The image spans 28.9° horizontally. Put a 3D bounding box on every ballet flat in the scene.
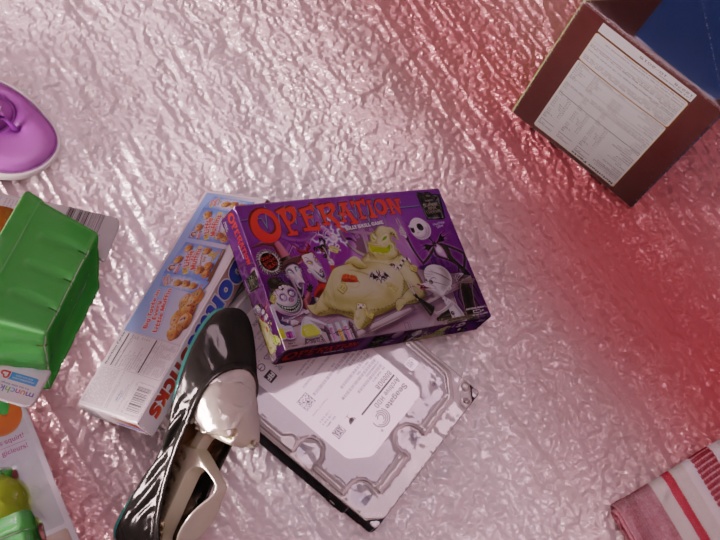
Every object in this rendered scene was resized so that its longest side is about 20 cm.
[{"bbox_3d":[-0.110,0.128,1.007,0.068,0.068,0.201,25,94,40],"label":"ballet flat"}]

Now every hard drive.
[{"bbox_3d":[-0.026,0.085,1.079,0.200,0.038,0.140,40,70,3],"label":"hard drive"}]

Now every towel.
[{"bbox_3d":[0.313,0.204,1.112,0.199,0.023,0.145,-27,79,-18],"label":"towel"}]

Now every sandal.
[{"bbox_3d":[-0.326,-0.141,1.089,0.202,0.050,0.083,34,70,1],"label":"sandal"}]

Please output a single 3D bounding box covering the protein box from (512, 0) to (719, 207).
[{"bbox_3d":[0.254,-0.194,1.133,0.135,0.200,0.199,39,70,3],"label":"protein box"}]

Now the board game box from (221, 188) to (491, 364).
[{"bbox_3d":[0.000,0.000,1.072,0.199,0.032,0.121,-8,63,-37],"label":"board game box"}]

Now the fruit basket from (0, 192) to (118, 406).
[{"bbox_3d":[-0.297,0.010,1.013,0.198,0.094,0.186,8,46,8],"label":"fruit basket"}]

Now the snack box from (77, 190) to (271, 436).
[{"bbox_3d":[-0.137,0.028,1.061,0.024,0.072,0.201,48,62,-42],"label":"snack box"}]

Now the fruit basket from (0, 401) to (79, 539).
[{"bbox_3d":[-0.303,0.170,0.973,0.184,0.094,0.201,-21,74,-16],"label":"fruit basket"}]
